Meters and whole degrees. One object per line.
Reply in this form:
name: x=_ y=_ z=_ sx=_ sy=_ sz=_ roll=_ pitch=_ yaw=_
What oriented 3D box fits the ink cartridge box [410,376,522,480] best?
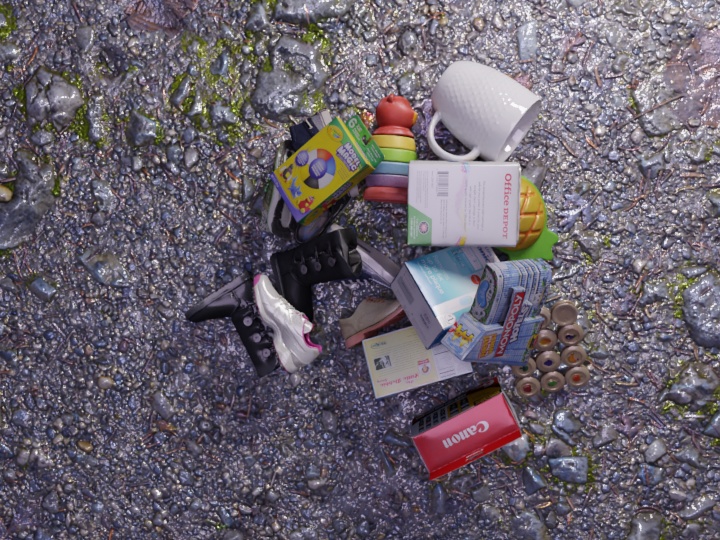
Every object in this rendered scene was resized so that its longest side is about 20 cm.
ink cartridge box: x=0.201 y=0.302 z=1.459 sx=0.198 sy=0.176 sz=0.085 roll=-28 pitch=92 yaw=7

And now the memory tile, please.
memory tile: x=0.360 y=0.156 z=1.467 sx=0.151 sy=0.017 sz=0.203 roll=-13 pitch=116 yaw=12

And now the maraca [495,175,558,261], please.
maraca: x=0.300 y=-0.091 z=1.452 sx=0.136 sy=0.107 sz=0.202 roll=-32 pitch=101 yaw=1

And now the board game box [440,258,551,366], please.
board game box: x=0.243 y=0.086 z=1.337 sx=0.062 sy=0.197 sz=0.203 roll=39 pitch=124 yaw=41

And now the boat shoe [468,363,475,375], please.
boat shoe: x=0.130 y=0.197 z=1.513 sx=0.196 sy=0.072 sz=0.066 roll=3 pitch=101 yaw=9

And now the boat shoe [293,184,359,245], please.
boat shoe: x=-0.065 y=-0.131 z=1.507 sx=0.068 sy=0.057 sz=0.201 roll=34 pitch=96 yaw=1

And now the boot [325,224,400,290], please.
boot: x=0.000 y=0.000 z=1.515 sx=0.199 sy=0.073 sz=0.091 roll=37 pitch=111 yaw=4

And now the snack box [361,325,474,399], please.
snack box: x=0.110 y=0.166 z=1.462 sx=0.197 sy=0.037 sz=0.118 roll=-17 pitch=76 yaw=10

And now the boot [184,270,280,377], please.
boot: x=-0.243 y=0.128 z=1.541 sx=0.163 sy=0.066 sz=0.202 roll=-31 pitch=96 yaw=9

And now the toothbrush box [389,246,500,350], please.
toothbrush box: x=0.179 y=0.039 z=1.415 sx=0.198 sy=0.086 sz=0.148 roll=-17 pitch=67 yaw=-31

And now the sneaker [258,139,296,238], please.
sneaker: x=-0.169 y=-0.164 z=1.509 sx=0.088 sy=0.076 sz=0.204 roll=0 pitch=75 yaw=43

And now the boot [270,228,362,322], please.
boot: x=-0.074 y=0.018 z=1.471 sx=0.198 sy=0.065 sz=0.167 roll=-17 pitch=99 yaw=35

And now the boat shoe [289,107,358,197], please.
boat shoe: x=-0.073 y=-0.214 z=1.466 sx=0.091 sy=0.075 sz=0.202 roll=-22 pitch=62 yaw=1

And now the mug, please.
mug: x=0.210 y=-0.286 z=1.413 sx=0.175 sy=0.148 sz=0.201 roll=38 pitch=80 yaw=14

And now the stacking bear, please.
stacking bear: x=0.064 y=-0.235 z=1.461 sx=0.112 sy=0.121 sz=0.204 roll=5 pitch=93 yaw=15

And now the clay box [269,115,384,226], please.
clay box: x=-0.062 y=-0.190 z=1.397 sx=0.199 sy=0.047 sz=0.116 roll=-39 pitch=71 yaw=16

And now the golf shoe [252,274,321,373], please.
golf shoe: x=-0.142 y=0.094 z=1.470 sx=0.090 sy=0.075 sz=0.203 roll=-23 pitch=95 yaw=12

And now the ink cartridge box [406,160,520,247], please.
ink cartridge box: x=0.182 y=-0.121 z=1.355 sx=0.196 sy=0.088 sz=0.148 roll=1 pitch=101 yaw=5

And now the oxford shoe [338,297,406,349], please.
oxford shoe: x=0.034 y=0.080 z=1.494 sx=0.199 sy=0.071 sz=0.075 roll=-34 pitch=75 yaw=22
